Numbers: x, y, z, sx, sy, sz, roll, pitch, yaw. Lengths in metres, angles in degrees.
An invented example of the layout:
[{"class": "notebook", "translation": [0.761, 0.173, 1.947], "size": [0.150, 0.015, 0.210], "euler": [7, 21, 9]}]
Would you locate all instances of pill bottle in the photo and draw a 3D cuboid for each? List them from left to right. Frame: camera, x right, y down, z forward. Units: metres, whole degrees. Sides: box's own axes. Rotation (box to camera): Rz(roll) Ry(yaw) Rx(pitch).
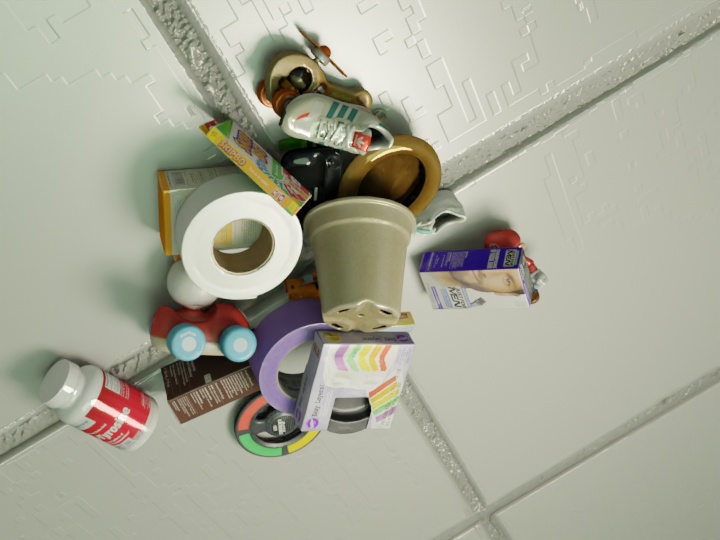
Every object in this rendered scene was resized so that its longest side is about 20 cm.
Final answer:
[{"class": "pill bottle", "translation": [-0.478, 0.244, 1.554], "size": [0.112, 0.112, 0.200], "euler": [-43, 128, 10]}]

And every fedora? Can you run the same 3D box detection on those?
[{"class": "fedora", "translation": [0.044, -0.167, 1.503], "size": [0.200, 0.082, 0.201], "euler": [-11, 134, -12]}]

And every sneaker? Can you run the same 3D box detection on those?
[{"class": "sneaker", "translation": [-0.031, -0.226, 1.344], "size": [0.199, 0.093, 0.071], "euler": [0, 121, -43]}, {"class": "sneaker", "translation": [0.100, -0.089, 1.576], "size": [0.199, 0.089, 0.075], "euler": [-20, 130, -8]}]

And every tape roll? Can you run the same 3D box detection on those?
[{"class": "tape roll", "translation": [-0.199, -0.053, 1.393], "size": [0.202, 0.071, 0.203], "euler": [-11, 124, -17]}, {"class": "tape roll", "translation": [-0.099, 0.158, 1.548], "size": [0.199, 0.085, 0.201], "euler": [-10, 122, -17]}]

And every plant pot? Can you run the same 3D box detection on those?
[{"class": "plant pot", "translation": [0.000, 0.000, 1.466], "size": [0.199, 0.184, 0.201], "euler": [-1, 155, 0]}]

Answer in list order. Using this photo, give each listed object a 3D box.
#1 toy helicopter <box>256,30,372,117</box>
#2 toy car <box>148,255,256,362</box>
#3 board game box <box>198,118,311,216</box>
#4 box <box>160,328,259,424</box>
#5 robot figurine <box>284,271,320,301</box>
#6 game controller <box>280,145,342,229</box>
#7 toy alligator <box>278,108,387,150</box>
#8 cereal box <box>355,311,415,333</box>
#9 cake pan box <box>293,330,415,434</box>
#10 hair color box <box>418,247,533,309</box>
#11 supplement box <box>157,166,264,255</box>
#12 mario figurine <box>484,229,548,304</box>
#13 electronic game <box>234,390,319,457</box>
[{"class": "toy helicopter", "translation": [-0.062, -0.304, 1.381], "size": [0.199, 0.079, 0.133], "euler": [10, 110, -35]}, {"class": "toy car", "translation": [-0.274, 0.047, 1.496], "size": [0.176, 0.184, 0.201], "euler": [4, 93, -25]}, {"class": "board game box", "translation": [-0.165, -0.171, 1.352], "size": [0.200, 0.096, 0.030], "euler": [41, 108, -5]}, {"class": "box", "translation": [-0.270, 0.200, 1.617], "size": [0.199, 0.100, 0.075], "euler": [-23, 128, -7]}, {"class": "robot figurine", "translation": [-0.044, 0.045, 1.623], "size": [0.199, 0.058, 0.145], "euler": [-10, 136, -15]}, {"class": "game controller", "translation": [-0.088, -0.138, 1.468], "size": [0.104, 0.042, 0.200], "euler": [0, 143, -7]}, {"class": "toy alligator", "translation": [-0.040, -0.231, 1.442], "size": [0.199, 0.054, 0.059], "euler": [-18, 128, -10]}, {"class": "cereal box", "translation": [0.014, 0.159, 1.710], "size": [0.143, 0.040, 0.200], "euler": [-2, 140, -22]}, {"class": "cake pan box", "translation": [-0.013, 0.201, 1.529], "size": [0.183, 0.052, 0.201], "euler": [5, 117, -24]}, {"class": "hair color box", "translation": [0.225, 0.017, 1.653], "size": [0.199, 0.065, 0.110], "euler": [-4, 133, 24]}, {"class": "supplement box", "translation": [-0.237, -0.104, 1.436], "size": [0.199, 0.074, 0.126], "euler": [-6, 124, -19]}, {"class": "mario figurine", "translation": [0.296, 0.006, 1.712], "size": [0.123, 0.106, 0.200], "euler": [-33, 131, -2]}, {"class": "electronic game", "translation": [-0.165, 0.313, 1.776], "size": [0.199, 0.042, 0.201], "euler": [-11, 127, -15]}]
